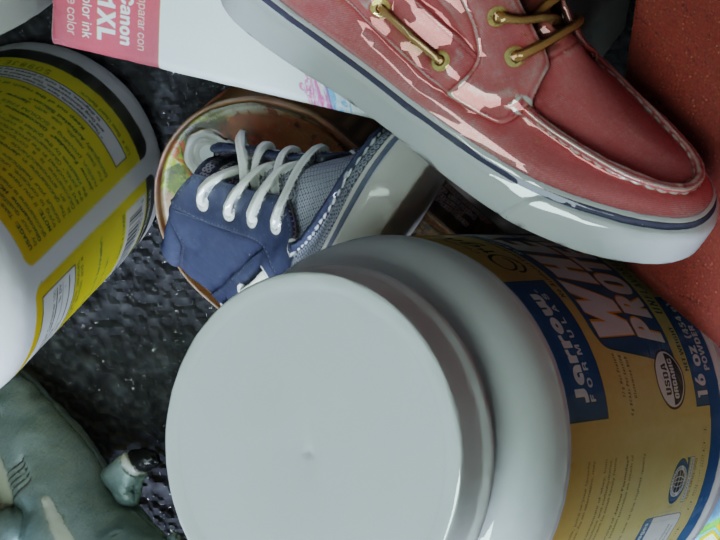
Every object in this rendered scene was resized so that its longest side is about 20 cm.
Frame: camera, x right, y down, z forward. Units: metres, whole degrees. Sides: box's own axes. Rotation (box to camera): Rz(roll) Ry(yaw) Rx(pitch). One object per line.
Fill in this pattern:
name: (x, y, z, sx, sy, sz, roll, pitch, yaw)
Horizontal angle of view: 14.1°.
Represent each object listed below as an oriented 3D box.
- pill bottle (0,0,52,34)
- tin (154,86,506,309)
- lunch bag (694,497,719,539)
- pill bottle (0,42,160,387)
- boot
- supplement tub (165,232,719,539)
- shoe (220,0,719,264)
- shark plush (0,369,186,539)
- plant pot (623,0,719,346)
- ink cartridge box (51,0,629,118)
pill bottle: (-0.198, -0.194, 1.204, 0.114, 0.114, 0.201, -9, 112, 26)
tin: (0.000, 0.000, 1.269, 0.200, 0.042, 0.112, 42, 119, -2)
lunch bag: (0.118, 0.116, 1.178, 0.150, 0.094, 0.201, -37, 85, 31)
pill bottle: (-0.171, -0.011, 1.236, 0.112, 0.200, 0.113, 9, 118, 18)
boot: (-0.030, -0.022, 1.168, 0.090, 0.073, 0.200, 38, 153, 3)
supplement tub: (0.035, 0.059, 1.066, 0.144, 0.200, 0.146, 1, 92, 32)
shoe: (0.048, -0.087, 1.008, 0.199, 0.071, 0.091, 33, 128, 9)
shark plush: (-0.117, 0.113, 1.319, 0.200, 0.090, 0.084, 29, 104, 50)
plant pot: (0.200, -0.063, 1.070, 0.175, 0.200, 0.201, 21, 122, 23)
ink cartridge box: (-0.001, -0.127, 1.137, 0.199, 0.146, 0.083, 15, 119, 15)
